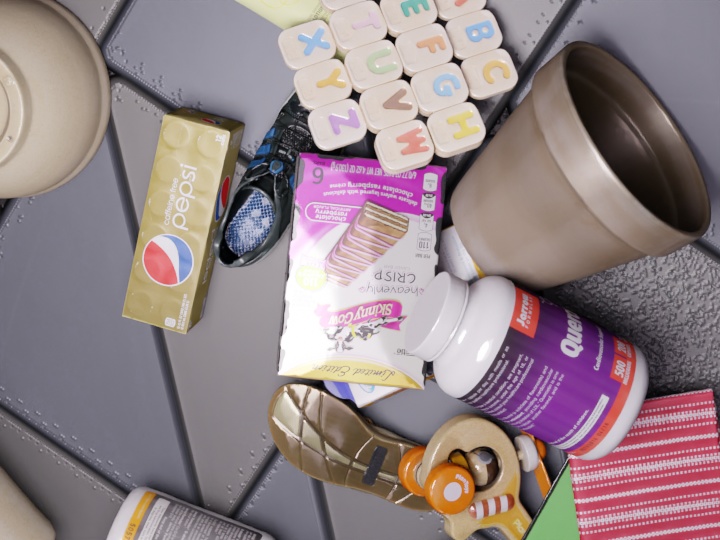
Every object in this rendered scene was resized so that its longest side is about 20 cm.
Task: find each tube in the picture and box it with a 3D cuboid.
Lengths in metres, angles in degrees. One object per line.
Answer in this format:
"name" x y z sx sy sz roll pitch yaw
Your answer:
"tube" -0.070 -0.253 1.540 0.200 0.058 0.052 36 138 4

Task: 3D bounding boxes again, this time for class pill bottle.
"pill bottle" -0.147 0.295 1.632 0.199 0.116 0.117 21 104 5
"pill bottle" 0.143 0.078 1.459 0.199 0.113 0.113 26 105 -15

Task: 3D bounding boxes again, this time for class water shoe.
"water shoe" -0.070 -0.086 1.558 0.071 0.079 0.201 28 105 2

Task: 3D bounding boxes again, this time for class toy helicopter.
"toy helicopter" 0.139 0.215 1.593 0.132 0.079 0.200 -42 111 -11

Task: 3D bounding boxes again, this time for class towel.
"towel" 0.269 0.214 1.563 0.144 0.022 0.201 -9 103 -2

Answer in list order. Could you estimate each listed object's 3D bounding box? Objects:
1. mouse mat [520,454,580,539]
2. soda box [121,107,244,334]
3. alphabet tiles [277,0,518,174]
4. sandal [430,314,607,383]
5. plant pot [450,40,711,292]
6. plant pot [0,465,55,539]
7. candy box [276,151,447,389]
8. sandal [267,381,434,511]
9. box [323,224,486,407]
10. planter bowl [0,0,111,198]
"mouse mat" 0.253 0.264 1.587 0.199 0.008 0.162 27 99 -11
"soda box" -0.168 -0.048 1.590 0.067 0.064 0.201 15 103 6
"alphabet tiles" 0.034 -0.189 1.500 0.194 0.015 0.201 -18 76 -10
"sandal" 0.154 0.073 1.577 0.199 0.048 0.076 2 98 23
"plant pot" 0.180 -0.071 1.480 0.173 0.200 0.200 -37 94 31
"plant pot" -0.406 0.245 1.638 0.200 0.201 0.183 -42 103 15
"candy box" 0.000 0.000 1.509 0.135 0.061 0.201 5 92 -3
"sandal" -0.001 0.170 1.618 0.199 0.054 0.081 25 99 -12
"box" 0.046 0.044 1.568 0.199 0.041 0.120 -25 81 20
"planter bowl" -0.346 -0.158 1.561 0.199 0.135 0.202 2 101 8
